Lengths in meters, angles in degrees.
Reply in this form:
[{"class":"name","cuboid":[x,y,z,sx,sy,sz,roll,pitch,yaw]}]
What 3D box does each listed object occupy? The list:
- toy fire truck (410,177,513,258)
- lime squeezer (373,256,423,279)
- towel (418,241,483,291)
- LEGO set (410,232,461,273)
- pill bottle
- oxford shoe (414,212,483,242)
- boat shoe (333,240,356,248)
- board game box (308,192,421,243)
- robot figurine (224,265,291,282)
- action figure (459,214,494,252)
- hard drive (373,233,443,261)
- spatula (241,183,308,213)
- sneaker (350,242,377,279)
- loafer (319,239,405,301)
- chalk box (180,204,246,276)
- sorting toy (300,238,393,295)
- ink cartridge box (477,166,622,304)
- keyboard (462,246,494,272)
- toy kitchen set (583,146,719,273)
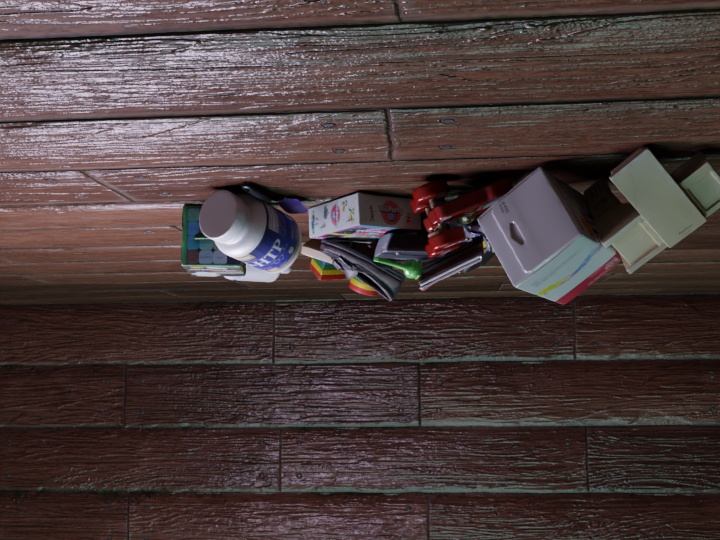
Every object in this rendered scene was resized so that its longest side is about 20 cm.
[{"class":"toy fire truck","cuboid":[0.183,-0.108,1.543,0.164,0.115,0.200,-19,174,-1]},{"class":"lime squeezer","cuboid":[0.094,-0.002,1.724,0.069,0.039,0.199,-1,176,23]},{"class":"towel","cuboid":[0.187,-0.018,1.758,0.142,0.023,0.200,-27,-171,13]},{"class":"LEGO set","cuboid":[0.147,-0.042,1.946,0.196,0.119,0.153,3,172,-25]},{"class":"pill bottle","cuboid":[-0.208,-0.076,1.622,0.117,0.123,0.199,-4,164,29]},{"class":"oxford shoe","cuboid":[0.188,-0.103,1.750,0.195,0.073,0.071,6,-168,-15]},{"class":"boat shoe","cuboid":[-0.038,-0.075,1.892,0.072,0.067,0.199,-4,172,26]},{"class":"board game box","cuboid":[0.006,-0.101,1.703,0.145,0.066,0.199,3,172,-31]},{"class":"robot figurine","cuboid":[-0.256,-0.033,2.010,0.196,0.116,0.168,4,178,-32]},{"class":"action figure","cuboid":[0.257,-0.091,1.627,0.129,0.070,0.199,-38,-166,-24]},{"class":"hard drive","cuboid":[0.095,-0.044,1.720,0.131,0.044,0.200,1,176,-6]},{"class":"spatula","cuboid":[-0.161,-0.133,1.601,0.055,0.021,0.199,1,173,26]},{"class":"sneaker","cuboid":[0.043,-0.061,2.068,0.197,0.114,0.071,-31,175,-10]},{"class":"loafer","cuboid":[0.000,0.000,1.772,0.197,0.064,0.072,25,175,-19]},{"class":"chalk box","cuboid":[-0.295,-0.063,1.746,0.121,0.127,0.200,1,172,-5]},{"class":"sorting toy","cuboid":[-0.026,-0.010,1.937,0.196,0.071,0.199,18,-167,6]},{"class":"ink cartridge box","cuboid":[0.323,-0.054,1.462,0.144,0.147,0.198,-40,150,24]},{"class":"keyboard","cuboid":[0.310,-0.064,1.885,0.125,0.021,0.200,-20,162,-39]},{"class":"toy kitchen set","cuboid":[0.453,-0.149,1.400,0.199,0.182,0.163,-39,113,23]}]
